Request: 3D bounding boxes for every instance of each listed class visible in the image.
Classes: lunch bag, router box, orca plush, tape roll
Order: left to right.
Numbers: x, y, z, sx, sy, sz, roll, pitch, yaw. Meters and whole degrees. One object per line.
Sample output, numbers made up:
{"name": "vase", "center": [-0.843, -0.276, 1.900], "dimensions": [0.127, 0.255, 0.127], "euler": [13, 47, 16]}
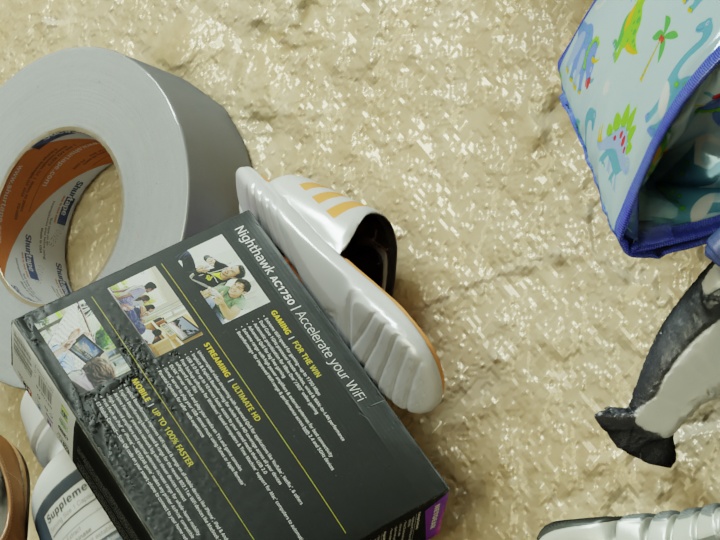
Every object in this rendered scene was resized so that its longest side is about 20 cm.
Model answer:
{"name": "tape roll", "center": [-0.156, -0.025, 1.466], "dimensions": [0.199, 0.066, 0.202], "euler": [-10, 72, 34]}
{"name": "router box", "center": [-0.069, 0.081, 1.298], "dimensions": [0.201, 0.148, 0.051], "euler": [54, 156, 24]}
{"name": "lunch bag", "center": [0.183, -0.108, 1.158], "dimensions": [0.200, 0.127, 0.170], "euler": [-37, 27, 15]}
{"name": "orca plush", "center": [0.203, 0.016, 1.206], "dimensions": [0.105, 0.071, 0.201], "euler": [32, 113, -8]}

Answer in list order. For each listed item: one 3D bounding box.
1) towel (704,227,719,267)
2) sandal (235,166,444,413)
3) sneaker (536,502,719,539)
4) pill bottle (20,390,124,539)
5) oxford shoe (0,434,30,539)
{"name": "towel", "center": [0.264, -0.037, 1.108], "dimensions": [0.200, 0.144, 0.024], "euler": [-43, 31, 18]}
{"name": "sandal", "center": [0.001, 0.007, 1.340], "dimensions": [0.207, 0.059, 0.080], "euler": [42, 149, 44]}
{"name": "sneaker", "center": [0.171, 0.169, 1.179], "dimensions": [0.199, 0.075, 0.117], "euler": [-12, 76, 45]}
{"name": "pill bottle", "center": [-0.111, 0.144, 1.358], "dimensions": [0.119, 0.119, 0.201], "euler": [-39, 58, 23]}
{"name": "oxford shoe", "center": [-0.203, 0.180, 1.340], "dimensions": [0.071, 0.071, 0.202], "euler": [-9, 75, -3]}
